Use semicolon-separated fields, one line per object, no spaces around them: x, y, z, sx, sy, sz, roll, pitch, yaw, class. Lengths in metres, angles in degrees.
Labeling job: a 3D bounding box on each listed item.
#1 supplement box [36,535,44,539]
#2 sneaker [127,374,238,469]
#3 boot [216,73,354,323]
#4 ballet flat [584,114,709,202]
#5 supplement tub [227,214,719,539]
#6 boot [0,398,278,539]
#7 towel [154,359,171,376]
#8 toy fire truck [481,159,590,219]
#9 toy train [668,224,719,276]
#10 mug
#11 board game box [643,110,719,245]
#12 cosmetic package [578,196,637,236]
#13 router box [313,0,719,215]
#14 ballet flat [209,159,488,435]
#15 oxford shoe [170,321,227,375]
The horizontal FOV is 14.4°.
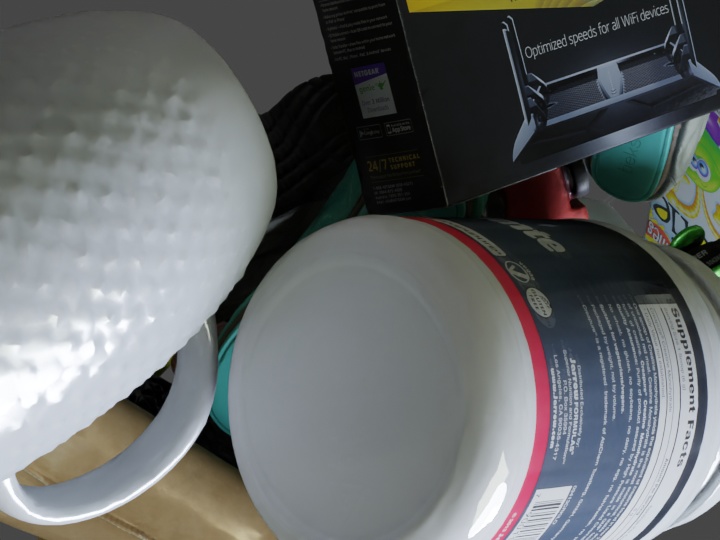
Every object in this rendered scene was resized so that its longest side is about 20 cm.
-0.069;0.182;1.478;0.131;0.103;0.200;-33;140;-13;supplement box
-0.068;0.121;1.350;0.083;0.200;0.072;-47;-160;21;sneaker
-0.069;-0.012;1.240;0.200;0.068;0.131;-14;147;-54;boot
0.155;-0.113;1.426;0.064;0.067;0.200;-58;170;-34;ballet flat
0.057;0.049;1.132;0.199;0.141;0.141;0;135;-52;supplement tub
-0.055;0.098;1.244;0.175;0.200;0.066;-43;-157;35;boot
-0.149;0.045;1.288;0.086;0.018;0.200;-45;157;12;towel
0.055;-0.072;1.276;0.048;0.141;0.201;-18;113;-8;toy fire truck
0.104;0.042;1.424;0.199;0.042;0.057;-28;146;-12;toy train
-0.118;0.006;1.068;0.175;0.147;0.201;-33;125;-24;mug
0.234;-0.056;1.571;0.105;0.103;0.200;-32;155;-18;board game box
0.062;0.054;1.486;0.101;0.071;0.201;13;117;-39;cosmetic package
0.071;-0.123;1.147;0.199;0.158;0.052;-19;-171;-38;router box
0.000;0.000;1.234;0.200;0.067;0.071;-51;-174;40;ballet flat
-0.022;0.051;1.366;0.070;0.074;0.200;-10;-179;30;oxford shoe
